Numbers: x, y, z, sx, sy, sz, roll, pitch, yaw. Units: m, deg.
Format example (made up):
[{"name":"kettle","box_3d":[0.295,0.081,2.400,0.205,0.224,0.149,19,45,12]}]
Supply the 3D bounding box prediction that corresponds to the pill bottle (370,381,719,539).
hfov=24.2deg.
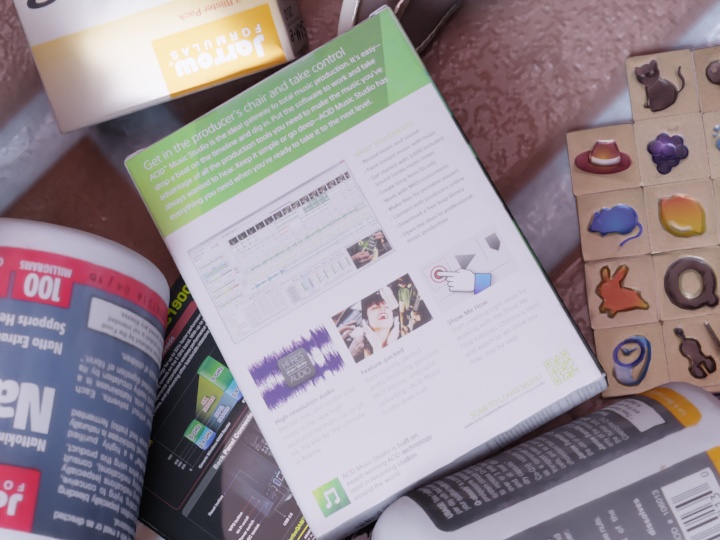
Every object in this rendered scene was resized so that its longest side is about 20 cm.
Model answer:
[{"name":"pill bottle","box_3d":[0.074,0.134,0.706,0.199,0.116,0.117,-22,74,-12]}]

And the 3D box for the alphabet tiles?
[{"name":"alphabet tiles","box_3d":[0.188,-0.014,0.800,0.166,0.006,0.201,-8,76,9]}]

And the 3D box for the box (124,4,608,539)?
[{"name":"box","box_3d":[0.000,0.000,0.752,0.144,0.036,0.201,-29,74,3]}]

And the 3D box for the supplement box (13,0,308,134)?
[{"name":"supplement box","box_3d":[-0.116,-0.182,0.821,0.125,0.074,0.201,-17,101,7]}]

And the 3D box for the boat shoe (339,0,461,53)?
[{"name":"boat shoe","box_3d":[0.061,-0.179,0.824,0.059,0.072,0.200,30,80,19]}]

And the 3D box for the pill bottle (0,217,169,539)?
[{"name":"pill bottle","box_3d":[-0.152,0.090,0.714,0.119,0.120,0.201,2,70,11]}]

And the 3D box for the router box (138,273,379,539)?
[{"name":"router box","box_3d":[-0.025,0.052,0.795,0.150,0.062,0.200,33,85,16]}]
